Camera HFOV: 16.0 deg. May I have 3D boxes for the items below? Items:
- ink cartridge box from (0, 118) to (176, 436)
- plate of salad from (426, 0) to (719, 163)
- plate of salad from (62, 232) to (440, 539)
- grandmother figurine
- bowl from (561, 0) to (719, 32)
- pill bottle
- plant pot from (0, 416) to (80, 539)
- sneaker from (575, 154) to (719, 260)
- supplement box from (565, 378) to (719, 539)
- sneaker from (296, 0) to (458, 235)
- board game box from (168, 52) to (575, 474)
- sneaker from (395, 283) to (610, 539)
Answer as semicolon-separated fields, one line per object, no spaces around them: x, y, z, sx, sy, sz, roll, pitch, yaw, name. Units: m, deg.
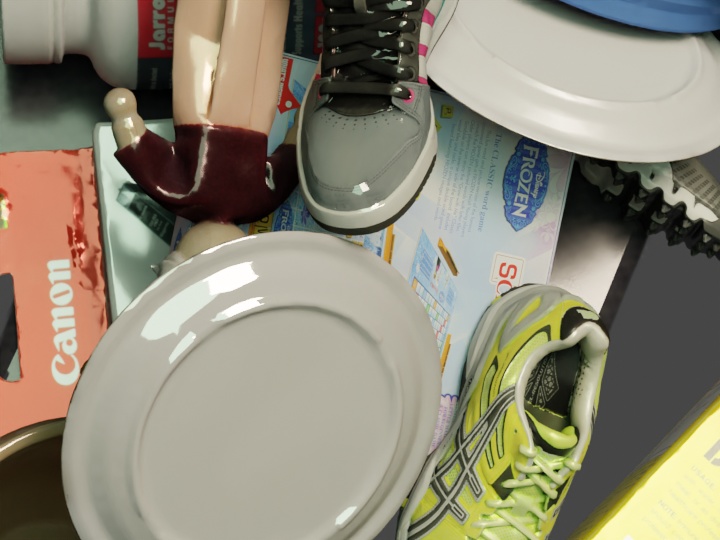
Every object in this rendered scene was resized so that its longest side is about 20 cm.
-0.130;0.021;1.365;0.172;0.044;0.201;-4;78;-10;ink cartridge box
0.104;-0.111;1.341;0.199;0.048;0.201;14;36;-10;plate of salad
-0.054;0.071;1.240;0.199;0.048;0.201;-12;117;-24;plate of salad
-0.070;-0.068;1.259;0.121;0.061;0.201;4;88;-20;grandmother figurine
0.129;-0.192;1.385;0.200;0.201;0.040;22;119;-2;bowl
-0.093;-0.157;1.370;0.199;0.120;0.120;-3;78;-7;pill bottle
-0.148;0.171;1.289;0.200;0.093;0.202;0;90;-26;plant pot
0.146;-0.091;1.413;0.200;0.066;0.091;38;78;4;sneaker
0.189;0.139;1.345;0.110;0.109;0.200;45;76;4;supplement box
0.005;-0.127;1.222;0.083;0.121;0.201;1;54;15;sneaker
0.000;0.000;1.331;0.198;0.041;0.201;13;87;-16;board game box
0.072;0.104;1.292;0.075;0.076;0.201;15;88;-18;sneaker
